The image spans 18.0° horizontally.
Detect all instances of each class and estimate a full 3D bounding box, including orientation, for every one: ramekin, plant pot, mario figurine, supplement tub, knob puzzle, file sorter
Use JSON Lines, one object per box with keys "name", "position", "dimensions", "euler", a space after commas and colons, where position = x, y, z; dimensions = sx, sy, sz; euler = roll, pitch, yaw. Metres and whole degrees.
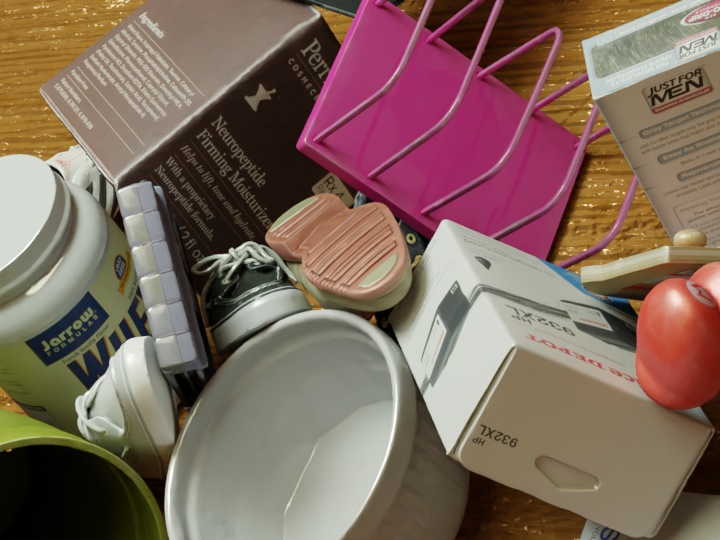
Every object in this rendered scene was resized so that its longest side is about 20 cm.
{"name": "ramekin", "position": [-0.022, 0.136, 1.480], "dimensions": [0.199, 0.105, 0.201], "euler": [-24, 48, 30]}
{"name": "plant pot", "position": [-0.260, 0.178, 1.582], "dimensions": [0.200, 0.201, 0.193], "euler": [-43, 30, -8]}
{"name": "mario figurine", "position": [0.244, 0.044, 1.324], "dimensions": [0.123, 0.199, 0.107], "euler": [-9, 65, 42]}
{"name": "supplement tub", "position": [-0.223, 0.025, 1.671], "dimensions": [0.144, 0.200, 0.146], "euler": [-19, 44, 19]}
{"name": "knob puzzle", "position": [0.229, -0.005, 1.415], "dimensions": [0.218, 0.219, 0.031], "euler": [-6, 82, 30]}
{"name": "file sorter", "position": [0.088, -0.103, 1.550], "dimensions": [0.125, 0.199, 0.140], "euler": [-30, 31, 55]}

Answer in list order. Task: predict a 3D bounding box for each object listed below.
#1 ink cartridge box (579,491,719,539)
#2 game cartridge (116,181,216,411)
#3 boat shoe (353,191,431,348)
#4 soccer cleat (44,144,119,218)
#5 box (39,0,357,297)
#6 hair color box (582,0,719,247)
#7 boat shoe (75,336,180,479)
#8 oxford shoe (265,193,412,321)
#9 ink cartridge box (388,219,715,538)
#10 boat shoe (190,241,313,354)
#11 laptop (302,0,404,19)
{"name": "ink cartridge box", "position": [0.199, 0.222, 1.323], "dimensions": [0.199, 0.043, 0.197], "euler": [0, 53, 36]}
{"name": "game cartridge", "position": [-0.129, 0.019, 1.561], "dimensions": [0.038, 0.200, 0.131], "euler": [-11, 79, -2]}
{"name": "boat shoe", "position": [0.032, 0.019, 1.585], "dimensions": [0.070, 0.091, 0.201], "euler": [-22, 43, 16]}
{"name": "soccer cleat", "position": [-0.221, -0.078, 1.851], "dimensions": [0.068, 0.085, 0.201], "euler": [4, 56, 37]}
{"name": "box", "position": [-0.104, -0.114, 1.742], "dimensions": [0.200, 0.166, 0.164], "euler": [-39, 41, -3]}
{"name": "hair color box", "position": [0.227, -0.080, 1.458], "dimensions": [0.098, 0.200, 0.061], "euler": [-21, 43, 16]}
{"name": "boat shoe", "position": [-0.161, 0.100, 1.565], "dimensions": [0.068, 0.200, 0.073], "euler": [-11, 75, -4]}
{"name": "oxford shoe", "position": [0.000, 0.000, 1.512], "dimensions": [0.071, 0.074, 0.200], "euler": [-37, 20, -6]}
{"name": "ink cartridge box", "position": [0.113, 0.063, 1.398], "dimensions": [0.084, 0.144, 0.200], "euler": [-61, 19, 16]}
{"name": "boat shoe", "position": [-0.079, 0.016, 1.602], "dimensions": [0.073, 0.069, 0.199], "euler": [-22, -1, -4]}
{"name": "laptop", "position": [-0.002, -0.290, 1.687], "dimensions": [0.177, 0.104, 0.200], "euler": [22, 45, 34]}
